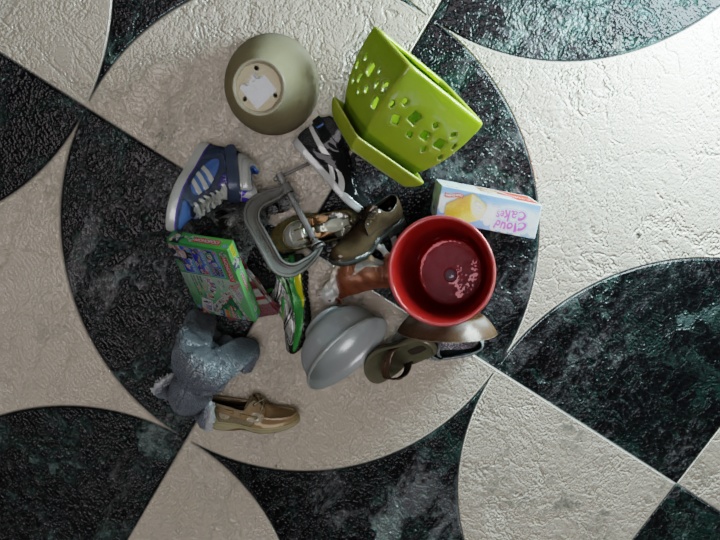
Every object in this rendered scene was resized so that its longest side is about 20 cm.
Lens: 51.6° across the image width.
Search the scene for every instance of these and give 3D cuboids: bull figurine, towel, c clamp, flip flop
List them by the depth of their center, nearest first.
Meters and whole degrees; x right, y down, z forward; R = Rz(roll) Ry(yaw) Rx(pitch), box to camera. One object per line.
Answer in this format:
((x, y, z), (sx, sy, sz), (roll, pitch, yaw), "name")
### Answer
((-0.132, -0.094, 1.419), (0.168, 0.027, 0.204), (-22, 82, -19), "c clamp")
((-0.261, 0.021, 1.461), (0.141, 0.023, 0.201), (-8, 131, 34), "towel")
((0.000, 0.000, 1.494), (0.195, 0.066, 0.124), (-12, 118, 0), "bull figurine")
((0.076, 0.188, 1.503), (0.081, 0.058, 0.198), (37, 136, -25), "flip flop")

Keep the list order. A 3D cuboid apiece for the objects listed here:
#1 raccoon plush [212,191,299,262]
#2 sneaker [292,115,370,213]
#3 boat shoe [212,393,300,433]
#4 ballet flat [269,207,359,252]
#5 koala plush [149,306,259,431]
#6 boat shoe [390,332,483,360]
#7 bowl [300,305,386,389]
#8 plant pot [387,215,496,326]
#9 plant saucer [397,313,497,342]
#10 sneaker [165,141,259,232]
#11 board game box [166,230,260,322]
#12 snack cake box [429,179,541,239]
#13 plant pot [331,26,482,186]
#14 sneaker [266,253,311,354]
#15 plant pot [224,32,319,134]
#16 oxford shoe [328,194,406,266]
((-0.204, -0.063, 1.471), (0.195, 0.097, 0.137), (-12, 112, 5), "raccoon plush")
((-0.028, -0.213, 1.440), (0.112, 0.073, 0.200), (-43, 100, 9), "sneaker")
((-0.225, 0.299, 1.571), (0.194, 0.071, 0.066), (-1, 106, 2), "boat shoe")
((-0.092, -0.081, 1.477), (0.195, 0.071, 0.072), (-14, 104, 4), "ballet flat")
((-0.331, 0.216, 1.505), (0.175, 0.184, 0.202), (33, 115, -1), "koala plush")
((0.158, 0.149, 1.532), (0.195, 0.072, 0.072), (-6, 105, 3), "boat shoe")
((-0.050, 0.137, 1.492), (0.201, 0.200, 0.091), (-47, 66, 10), "bowl")
((0.162, 0.003, 1.409), (0.195, 0.177, 0.206), (0, 88, 13), "plant pot")
((0.169, 0.103, 1.457), (0.195, 0.200, 0.038), (-1, 96, 0), "plant saucer")
((-0.270, -0.144, 1.415), (0.143, 0.081, 0.204), (20, 64, 1), "sneaker")
((-0.277, 0.014, 1.420), (0.131, 0.029, 0.203), (9, 139, 19), "board game box")
((0.239, -0.121, 1.441), (0.195, 0.115, 0.069), (10, 102, -2), "snack cake box")
((0.067, -0.281, 1.337), (0.198, 0.200, 0.182), (29, 112, -34), "plant pot")
((-0.146, 0.069, 1.519), (0.083, 0.078, 0.206), (-2, 96, 8), "sneaker")
((-0.170, -0.332, 1.344), (0.182, 0.200, 0.192), (0, 105, 0), "plant pot")
((0.006, -0.082, 1.422), (0.072, 0.200, 0.086), (20, 138, 36), "oxford shoe")
